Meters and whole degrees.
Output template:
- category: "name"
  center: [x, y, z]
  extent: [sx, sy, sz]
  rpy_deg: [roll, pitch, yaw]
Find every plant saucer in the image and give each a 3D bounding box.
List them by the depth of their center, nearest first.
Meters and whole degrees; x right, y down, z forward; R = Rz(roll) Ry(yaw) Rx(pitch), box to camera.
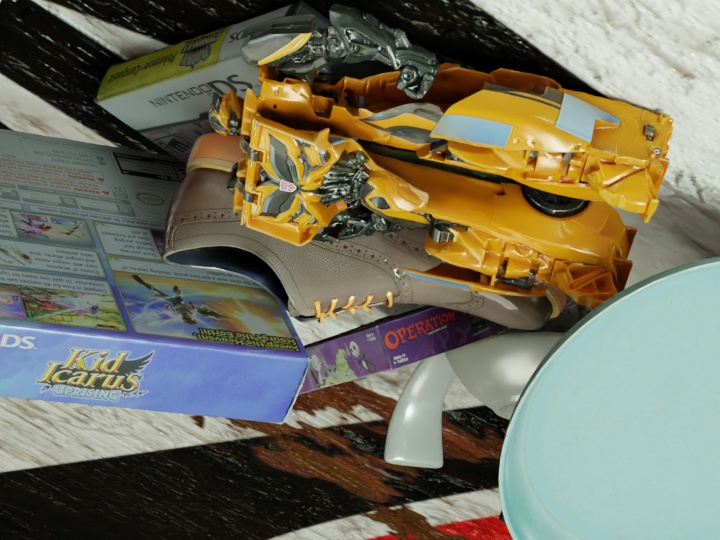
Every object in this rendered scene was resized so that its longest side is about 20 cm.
- category: "plant saucer"
  center: [0.156, 0.071, 0.939]
  extent: [0.200, 0.200, 0.027]
  rpy_deg: [37, -163, -33]

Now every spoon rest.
- category: "spoon rest"
  center: [0.076, 0.062, 1.168]
  extent: [0.099, 0.061, 0.200]
  rpy_deg: [8, 158, -28]

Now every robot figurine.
- category: "robot figurine"
  center: [0.029, -0.045, 0.900]
  extent: [0.199, 0.058, 0.145]
  rpy_deg: [11, 141, 1]

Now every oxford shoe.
- category: "oxford shoe"
  center: [0.000, 0.000, 0.998]
  extent: [0.199, 0.073, 0.071]
  rpy_deg: [18, 159, 11]

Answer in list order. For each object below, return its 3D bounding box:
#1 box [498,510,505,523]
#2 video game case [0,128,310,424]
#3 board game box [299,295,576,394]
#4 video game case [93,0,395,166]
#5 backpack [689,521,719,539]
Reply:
- category: "box"
  center: [0.182, 0.153, 1.304]
  extent: [0.136, 0.038, 0.200]
  rpy_deg: [25, 159, -4]
- category: "video game case"
  center: [-0.145, -0.003, 1.012]
  extent: [0.199, 0.046, 0.181]
  rpy_deg: [8, -149, -27]
- category: "board game box"
  center: [0.015, 0.039, 1.112]
  extent: [0.200, 0.120, 0.032]
  rpy_deg: [-20, 92, 60]
- category: "video game case"
  center: [-0.010, -0.053, 1.017]
  extent: [0.200, 0.026, 0.180]
  rpy_deg: [35, 156, -28]
- category: "backpack"
  center: [0.184, 0.156, 1.104]
  extent: [0.162, 0.168, 0.200]
  rpy_deg: [-5, 136, -19]
